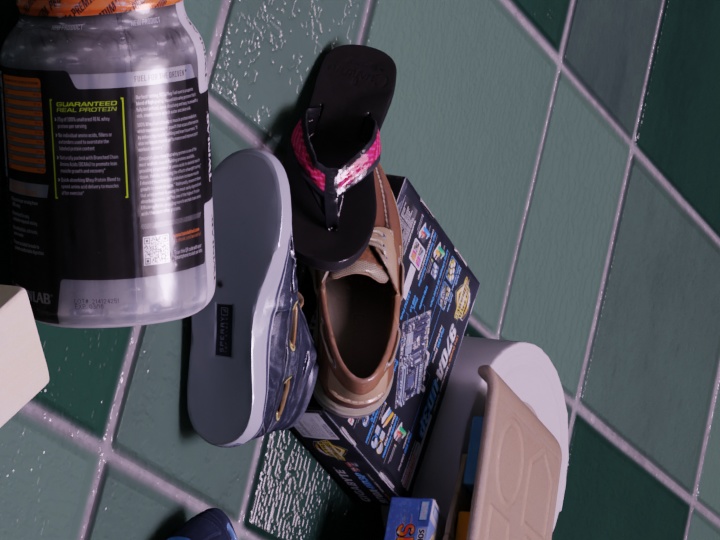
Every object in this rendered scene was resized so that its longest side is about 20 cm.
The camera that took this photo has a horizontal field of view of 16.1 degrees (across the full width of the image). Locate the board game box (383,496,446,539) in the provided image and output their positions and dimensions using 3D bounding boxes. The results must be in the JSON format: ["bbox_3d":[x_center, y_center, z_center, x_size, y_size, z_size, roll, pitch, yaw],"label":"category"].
[{"bbox_3d":[0.052,0.272,1.889,0.200,0.034,0.136,63,33,-55],"label":"board game box"}]

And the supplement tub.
[{"bbox_3d":[-0.149,-0.074,1.498,0.123,0.122,0.200,-21,114,-58],"label":"supplement tub"}]

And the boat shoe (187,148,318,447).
[{"bbox_3d":[-0.069,0.016,1.717,0.091,0.071,0.201,-8,107,-63],"label":"boat shoe"}]

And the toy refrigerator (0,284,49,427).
[{"bbox_3d":[-0.258,0.084,1.376,0.200,0.076,0.070,-47,134,-48],"label":"toy refrigerator"}]

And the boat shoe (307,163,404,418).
[{"bbox_3d":[0.000,0.000,1.778,0.072,0.076,0.200,117,-30,-69],"label":"boat shoe"}]

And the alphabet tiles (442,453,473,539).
[{"bbox_3d":[0.086,0.235,1.906,0.166,0.006,0.200,63,35,-52],"label":"alphabet tiles"}]

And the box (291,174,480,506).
[{"bbox_3d":[0.016,0.052,1.888,0.159,0.046,0.200,52,50,-51],"label":"box"}]

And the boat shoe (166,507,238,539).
[{"bbox_3d":[-0.074,0.249,1.722,0.069,0.084,0.200,-52,139,-43],"label":"boat shoe"}]

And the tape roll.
[{"bbox_3d":[0.093,0.153,2.017,0.202,0.071,0.203,-12,104,-60],"label":"tape roll"}]

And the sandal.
[{"bbox_3d":[-0.017,-0.088,1.767,0.045,0.075,0.200,100,2,-56],"label":"sandal"}]

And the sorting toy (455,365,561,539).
[{"bbox_3d":[0.108,0.191,1.912,0.185,0.036,0.200,46,44,-62],"label":"sorting toy"}]
